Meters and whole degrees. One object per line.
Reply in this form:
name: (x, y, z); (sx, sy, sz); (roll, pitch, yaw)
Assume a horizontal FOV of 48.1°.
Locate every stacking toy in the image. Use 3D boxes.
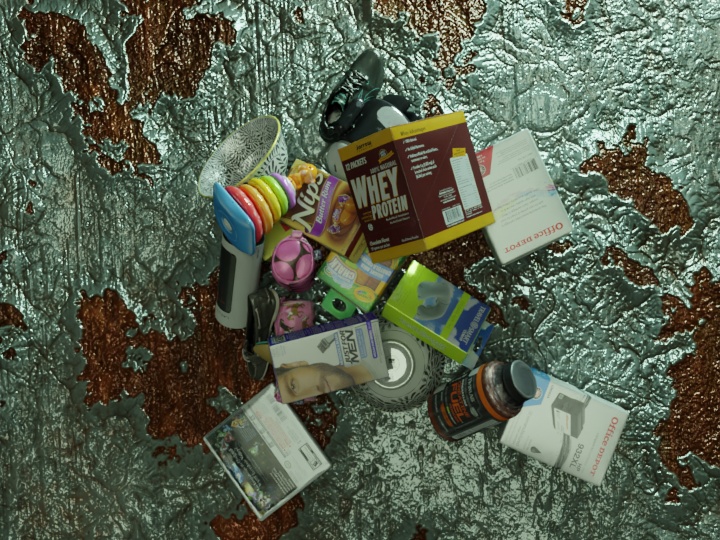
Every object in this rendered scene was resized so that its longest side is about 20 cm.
stacking toy: (-0.156, -0.131, 1.420); (0.199, 0.110, 0.116); (-36, 70, -23)

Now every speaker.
speaker: (-0.227, 0.012, 1.517); (0.080, 0.082, 0.202); (19, 129, 7)

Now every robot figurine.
robot figurine: (0.025, -0.237, 1.510); (0.150, 0.125, 0.201); (38, 78, 1)

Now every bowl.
bowl: (0.059, 0.173, 1.524); (0.197, 0.094, 0.205); (0, 89, 7)
bowl: (-0.205, -0.186, 1.533); (0.200, 0.201, 0.094); (-40, 125, 5)

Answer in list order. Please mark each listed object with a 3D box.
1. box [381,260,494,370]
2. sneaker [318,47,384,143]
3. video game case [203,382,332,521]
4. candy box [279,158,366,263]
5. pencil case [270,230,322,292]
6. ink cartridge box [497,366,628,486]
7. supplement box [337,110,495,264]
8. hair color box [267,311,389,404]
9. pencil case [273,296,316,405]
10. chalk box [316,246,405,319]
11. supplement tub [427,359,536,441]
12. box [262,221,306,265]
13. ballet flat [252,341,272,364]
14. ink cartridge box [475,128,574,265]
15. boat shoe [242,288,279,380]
box: (0.151, 0.083, 1.509); (0.198, 0.048, 0.123); (31, 55, 6)
sneaker: (-0.015, -0.337, 1.549); (0.075, 0.079, 0.202); (29, 91, 6)
video game case: (-0.183, 0.355, 1.585); (0.181, 0.023, 0.201); (-37, 86, 4)
candy box: (-0.064, -0.109, 1.459); (0.198, 0.056, 0.118); (28, 87, 32)
pencil case: (-0.118, -0.012, 1.496); (0.089, 0.200, 0.096); (0, 84, -4)
ink cartridge box: (0.371, 0.285, 1.490); (0.197, 0.084, 0.147); (23, 91, 6)
supplement box: (0.097, -0.143, 1.368); (0.132, 0.196, 0.203); (-13, 96, 47)
hair color box: (-0.057, 0.153, 1.425); (0.196, 0.065, 0.111); (-14, 102, -7)
pencil case: (-0.126, 0.153, 1.549); (0.081, 0.086, 0.204); (-2, 86, 14)
chalk box: (0.000, 0.000, 1.517); (0.123, 0.124, 0.202); (33, 92, 5)
supplement tub: (0.220, 0.229, 1.455); (0.199, 0.106, 0.108); (-35, 84, 39)
box: (-0.120, -0.087, 1.559); (0.199, 0.075, 0.050); (-36, 83, 6)
ballet flat: (-0.098, 0.165, 1.474); (0.196, 0.069, 0.064); (2, 71, -9)
ink cartridge box: (0.278, -0.127, 1.477); (0.143, 0.145, 0.203); (-24, 86, 6)
boat shoe: (-0.202, 0.123, 1.537); (0.056, 0.067, 0.203); (-5, 123, -32)
